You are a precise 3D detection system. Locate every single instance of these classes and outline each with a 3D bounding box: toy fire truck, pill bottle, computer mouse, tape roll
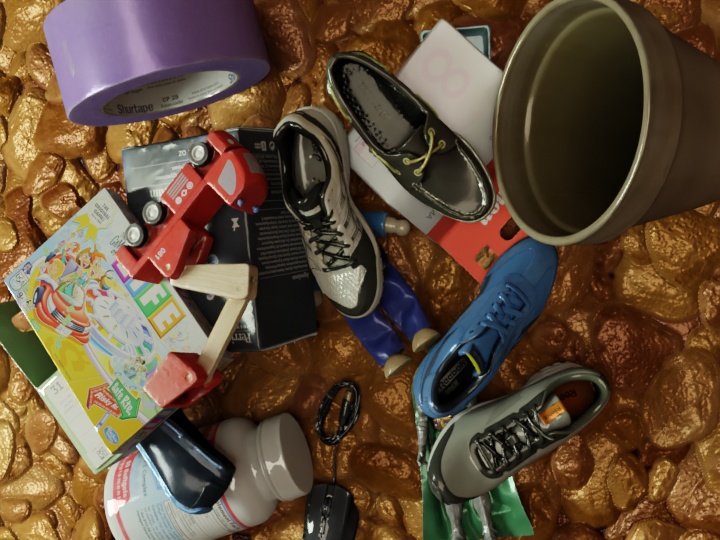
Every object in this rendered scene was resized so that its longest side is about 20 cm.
[{"bbox_3d":[-0.134,0.000,0.763,0.141,0.049,0.201,44,99,19],"label":"toy fire truck"},{"bbox_3d":[-0.152,0.217,0.917,0.196,0.109,0.111,-21,90,12],"label":"pill bottle"},{"bbox_3d":[-0.029,0.215,0.928,0.057,0.034,0.205,6,95,12],"label":"computer mouse"},{"bbox_3d":[-0.189,-0.206,0.843,0.196,0.200,0.087,-16,92,13],"label":"tape roll"}]

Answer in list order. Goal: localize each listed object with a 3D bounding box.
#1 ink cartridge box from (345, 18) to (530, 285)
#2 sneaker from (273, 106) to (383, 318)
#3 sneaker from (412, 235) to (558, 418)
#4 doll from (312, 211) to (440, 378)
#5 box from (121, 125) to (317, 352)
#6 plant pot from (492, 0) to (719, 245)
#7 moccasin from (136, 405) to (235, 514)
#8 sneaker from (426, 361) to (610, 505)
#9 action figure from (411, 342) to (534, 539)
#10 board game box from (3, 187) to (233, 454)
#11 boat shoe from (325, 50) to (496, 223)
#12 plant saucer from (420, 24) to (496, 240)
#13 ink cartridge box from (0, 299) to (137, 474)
[{"bbox_3d":[0.098,-0.108,0.851,0.200,0.057,0.163,44,102,10],"label":"ink cartridge box"},{"bbox_3d":[-0.038,-0.048,0.828,0.074,0.088,0.204,-16,95,20],"label":"sneaker"},{"bbox_3d":[0.124,0.055,0.831,0.066,0.078,0.201,39,87,-5],"label":"sneaker"},{"bbox_3d":[0.000,0.000,0.892,0.136,0.048,0.201,-42,76,19],"label":"doll"},{"bbox_3d":[-0.136,-0.028,0.876,0.145,0.106,0.205,-4,94,29],"label":"box"},{"bbox_3d":[0.235,-0.119,0.763,0.170,0.199,0.205,2,96,-27],"label":"plant pot"},{"bbox_3d":[-0.185,0.137,0.863,0.068,0.080,0.201,-43,74,8],"label":"moccasin"},{"bbox_3d":[0.146,0.145,0.830,0.198,0.079,0.075,-31,86,-13],"label":"sneaker"},{"bbox_3d":[0.093,0.173,0.892,0.116,0.055,0.205,-13,88,16],"label":"action figure"},{"bbox_3d":[-0.226,0.045,0.828,0.134,0.034,0.201,-40,75,4],"label":"board game box"},{"bbox_3d":[0.043,-0.118,0.809,0.201,0.061,0.072,44,102,2],"label":"boat shoe"},{"bbox_3d":[0.097,-0.133,0.881,0.068,0.019,0.205,-2,94,13],"label":"plant saucer"},{"bbox_3d":[-0.281,0.098,0.915,0.048,0.145,0.202,-36,87,11],"label":"ink cartridge box"}]
